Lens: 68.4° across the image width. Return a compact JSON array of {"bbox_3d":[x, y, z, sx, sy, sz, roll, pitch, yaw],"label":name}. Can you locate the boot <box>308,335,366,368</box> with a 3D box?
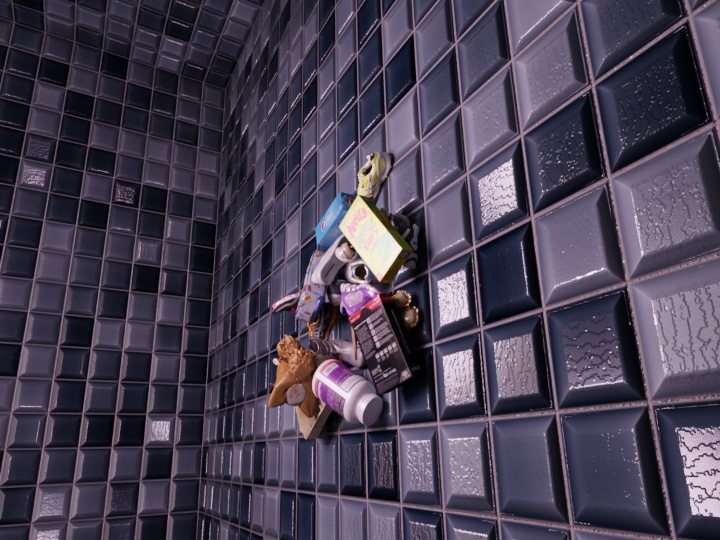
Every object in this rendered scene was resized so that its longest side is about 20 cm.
[{"bbox_3d":[-0.067,0.230,1.496,0.198,0.127,0.073,-4,78,62],"label":"boot"}]

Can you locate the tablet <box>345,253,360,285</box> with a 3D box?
[{"bbox_3d":[-0.003,-0.038,1.570,0.201,0.013,0.134,57,133,52],"label":"tablet"}]

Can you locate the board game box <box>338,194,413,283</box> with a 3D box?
[{"bbox_3d":[0.034,-0.079,1.297,0.103,0.047,0.202,-54,55,26],"label":"board game box"}]

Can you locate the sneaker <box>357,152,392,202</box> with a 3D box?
[{"bbox_3d":[0.019,-0.252,1.518,0.204,0.074,0.076,-65,34,31],"label":"sneaker"}]

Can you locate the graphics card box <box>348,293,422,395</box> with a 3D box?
[{"bbox_3d":[0.057,0.176,1.258,0.125,0.050,0.206,-38,66,38],"label":"graphics card box"}]

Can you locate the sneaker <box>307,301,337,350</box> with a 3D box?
[{"bbox_3d":[-0.139,0.182,1.709,0.079,0.075,0.206,55,132,50],"label":"sneaker"}]

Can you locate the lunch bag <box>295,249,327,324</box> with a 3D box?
[{"bbox_3d":[-0.137,0.048,1.599,0.162,0.073,0.206,115,171,-58],"label":"lunch bag"}]

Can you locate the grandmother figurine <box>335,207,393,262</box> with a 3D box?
[{"bbox_3d":[0.010,-0.087,1.443,0.197,0.120,0.062,-34,46,28],"label":"grandmother figurine"}]

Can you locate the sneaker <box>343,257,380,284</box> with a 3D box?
[{"bbox_3d":[0.000,0.000,1.461,0.198,0.078,0.080,-3,85,59],"label":"sneaker"}]

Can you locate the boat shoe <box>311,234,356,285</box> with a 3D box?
[{"bbox_3d":[-0.076,-0.042,1.527,0.066,0.075,0.201,-3,38,50],"label":"boat shoe"}]

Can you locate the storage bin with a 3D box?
[{"bbox_3d":[-0.122,0.368,1.609,0.204,0.091,0.202,-62,34,33],"label":"storage bin"}]

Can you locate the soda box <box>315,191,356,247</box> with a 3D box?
[{"bbox_3d":[-0.077,-0.158,1.693,0.200,0.062,0.070,-48,42,47],"label":"soda box"}]

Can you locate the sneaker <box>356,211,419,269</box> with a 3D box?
[{"bbox_3d":[0.075,-0.087,1.347,0.196,0.078,0.135,14,88,52],"label":"sneaker"}]

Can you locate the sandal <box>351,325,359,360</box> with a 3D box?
[{"bbox_3d":[0.010,0.167,1.441,0.213,0.067,0.081,-100,3,-70],"label":"sandal"}]

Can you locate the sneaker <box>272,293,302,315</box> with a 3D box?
[{"bbox_3d":[-0.194,0.124,1.723,0.073,0.195,0.091,-23,77,46],"label":"sneaker"}]

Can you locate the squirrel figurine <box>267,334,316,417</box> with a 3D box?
[{"bbox_3d":[-0.197,0.296,1.558,0.187,0.136,0.208,-135,57,-70],"label":"squirrel figurine"}]

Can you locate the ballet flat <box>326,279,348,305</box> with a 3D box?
[{"bbox_3d":[-0.068,0.070,1.587,0.200,0.070,0.076,152,124,-78],"label":"ballet flat"}]

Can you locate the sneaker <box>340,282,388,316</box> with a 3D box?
[{"bbox_3d":[0.004,0.086,1.418,0.198,0.079,0.092,-6,63,58],"label":"sneaker"}]

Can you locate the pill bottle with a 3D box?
[{"bbox_3d":[-0.033,0.325,1.397,0.197,0.110,0.117,24,104,43],"label":"pill bottle"}]

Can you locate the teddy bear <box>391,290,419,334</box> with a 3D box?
[{"bbox_3d":[0.082,0.144,1.313,0.144,0.065,0.206,40,119,39],"label":"teddy bear"}]
